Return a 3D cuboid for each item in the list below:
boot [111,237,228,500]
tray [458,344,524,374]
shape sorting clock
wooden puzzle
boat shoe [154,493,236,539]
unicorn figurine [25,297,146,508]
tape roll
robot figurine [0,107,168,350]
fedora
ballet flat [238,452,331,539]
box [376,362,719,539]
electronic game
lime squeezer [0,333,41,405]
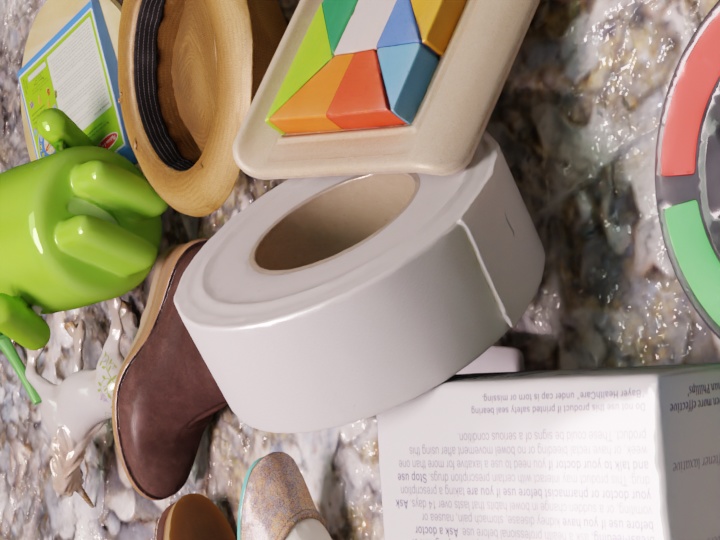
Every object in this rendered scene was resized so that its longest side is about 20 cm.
[{"bbox_3d":[-0.110,0.080,1.098,0.166,0.072,0.203,13,97,55],"label":"boot"},{"bbox_3d":[0.065,0.143,0.915,0.107,0.022,0.203,4,95,52],"label":"tray"},{"bbox_3d":[-0.224,-0.133,1.268,0.199,0.039,0.203,7,99,48],"label":"shape sorting clock"},{"bbox_3d":[0.016,-0.140,0.893,0.199,0.037,0.187,5,66,50],"label":"wooden puzzle"},{"bbox_3d":[-0.115,0.267,1.115,0.070,0.070,0.203,-32,66,44],"label":"boat shoe"},{"bbox_3d":[-0.221,0.100,1.245,0.200,0.073,0.139,-37,59,49],"label":"unicorn figurine"},{"bbox_3d":[0.000,0.000,0.849,0.201,0.202,0.071,4,128,52],"label":"tape roll"},{"bbox_3d":[-0.230,-0.029,1.174,0.199,0.115,0.178,-10,65,50],"label":"robot figurine"},{"bbox_3d":[-0.100,-0.141,1.072,0.200,0.081,0.204,15,108,52],"label":"fedora"},{"bbox_3d":[-0.040,0.222,1.019,0.067,0.068,0.203,12,108,39],"label":"ballet flat"},{"bbox_3d":[0.112,0.151,0.771,0.183,0.104,0.203,-6,86,46],"label":"box"},{"bbox_3d":[0.212,-0.048,0.700,0.199,0.041,0.203,4,95,53],"label":"electronic game"},{"bbox_3d":[-0.353,0.060,1.447,0.199,0.037,0.072,27,112,48],"label":"lime squeezer"}]
